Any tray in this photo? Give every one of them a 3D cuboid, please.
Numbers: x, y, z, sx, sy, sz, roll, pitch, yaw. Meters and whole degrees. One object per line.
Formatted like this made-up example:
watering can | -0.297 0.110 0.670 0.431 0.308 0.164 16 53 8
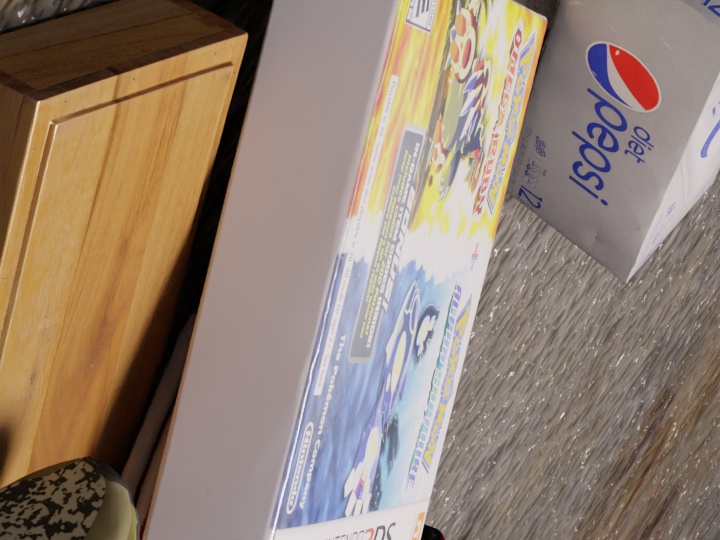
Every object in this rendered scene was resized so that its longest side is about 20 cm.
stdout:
tray | -0.094 0.025 0.740 0.099 0.037 0.201 -26 139 -55

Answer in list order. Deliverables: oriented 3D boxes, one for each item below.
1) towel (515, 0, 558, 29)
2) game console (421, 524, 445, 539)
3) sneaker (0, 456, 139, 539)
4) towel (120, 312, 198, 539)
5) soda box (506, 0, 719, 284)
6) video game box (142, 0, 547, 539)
towel | 0.115 -0.187 0.949 0.200 0.034 0.133 -48 153 -30
game console | -0.047 0.201 1.061 0.172 0.118 0.201 -100 -148 -75
sneaker | -0.141 0.095 0.647 0.200 0.077 0.089 -34 130 -26
towel | -0.058 0.107 0.855 0.200 0.023 0.145 72 36 -72
soda box | 0.109 -0.075 0.956 0.063 0.068 0.200 -47 167 -22
video game box | 0.000 0.000 0.826 0.182 0.047 0.201 2 102 -76
